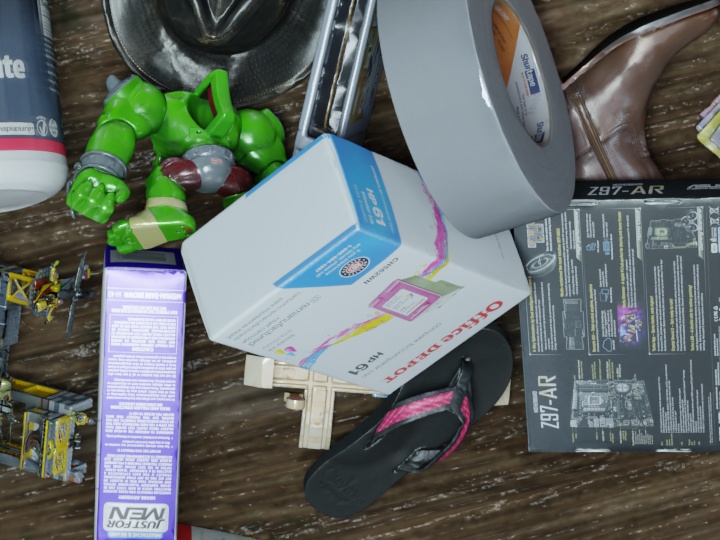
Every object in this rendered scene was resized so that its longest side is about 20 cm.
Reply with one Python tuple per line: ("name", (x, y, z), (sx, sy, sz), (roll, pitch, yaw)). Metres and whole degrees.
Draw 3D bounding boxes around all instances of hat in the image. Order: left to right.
("hat", (-0.093, -0.211, 1.666), (0.200, 0.081, 0.201), (-1, 99, -5))

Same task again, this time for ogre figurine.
("ogre figurine", (-0.113, -0.072, 1.662), (0.200, 0.098, 0.120), (3, 63, -13))

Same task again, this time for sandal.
("sandal", (0.041, 0.119, 1.720), (0.075, 0.045, 0.200), (38, 106, -26))

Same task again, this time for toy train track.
("toy train track", (0.014, 0.083, 1.740), (0.200, 0.033, 0.115), (4, 98, -6))

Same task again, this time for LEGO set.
("LEGO set", (-0.252, 0.080, 1.651), (0.116, 0.154, 0.200), (13, 96, 24))

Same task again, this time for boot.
("boot", (0.222, -0.079, 1.715), (0.186, 0.064, 0.200), (-28, 96, 14))

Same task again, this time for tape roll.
("tape roll", (0.081, -0.126, 1.598), (0.066, 0.200, 0.201), (-16, 100, 20))

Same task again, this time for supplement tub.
("supplement tub", (-0.281, -0.143, 1.618), (0.140, 0.140, 0.200), (-8, 84, -3))

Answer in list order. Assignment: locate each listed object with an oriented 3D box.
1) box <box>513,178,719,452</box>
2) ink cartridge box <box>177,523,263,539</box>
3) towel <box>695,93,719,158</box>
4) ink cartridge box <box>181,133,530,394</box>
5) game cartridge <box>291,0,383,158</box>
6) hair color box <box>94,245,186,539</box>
("box", (0.197, 0.035, 1.701), (0.160, 0.044, 0.200), (-1, 111, 12))
("ink cartridge box", (-0.100, 0.258, 1.740), (0.200, 0.067, 0.116), (13, 97, -6))
("towel", (0.363, -0.126, 1.739), (0.144, 0.023, 0.200), (45, 93, -8))
("ink cartridge box", (0.000, 0.000, 1.621), (0.144, 0.200, 0.085), (-36, 57, 27))
("game cartridge", (-0.006, -0.156, 1.652), (0.041, 0.133, 0.200), (15, 99, 10))
("hair color box", (-0.159, 0.089, 1.690), (0.065, 0.109, 0.200), (4, 98, -6))
